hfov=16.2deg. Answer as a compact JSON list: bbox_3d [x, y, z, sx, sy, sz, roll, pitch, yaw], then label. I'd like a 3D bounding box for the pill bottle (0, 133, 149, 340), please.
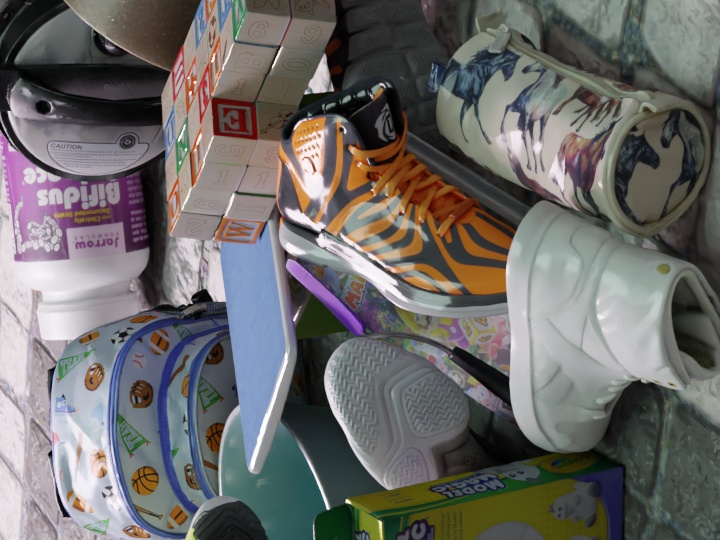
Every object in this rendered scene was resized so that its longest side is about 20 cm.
[{"bbox_3d":[-0.230,-0.048,2.059,0.112,0.112,0.201,2,100,61],"label":"pill bottle"}]

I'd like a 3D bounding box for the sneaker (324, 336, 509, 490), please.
[{"bbox_3d":[0.038,0.112,1.576,0.200,0.076,0.114,44,170,-21],"label":"sneaker"}]

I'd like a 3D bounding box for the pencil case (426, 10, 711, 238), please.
[{"bbox_3d":[0.119,-0.083,1.446,0.200,0.077,0.090,30,138,56],"label":"pencil case"}]

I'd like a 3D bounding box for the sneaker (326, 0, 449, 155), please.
[{"bbox_3d":[0.005,-0.139,1.644,0.112,0.077,0.201,176,87,-72],"label":"sneaker"}]

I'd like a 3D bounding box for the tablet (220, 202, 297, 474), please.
[{"bbox_3d":[-0.066,0.018,1.665,0.131,0.014,0.201,109,158,-45],"label":"tablet"}]

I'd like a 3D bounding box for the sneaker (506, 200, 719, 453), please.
[{"bbox_3d":[0.148,0.054,1.433,0.115,0.074,0.200,22,149,25],"label":"sneaker"}]

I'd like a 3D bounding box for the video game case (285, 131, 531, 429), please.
[{"bbox_3d":[0.048,-0.003,1.565,0.199,0.018,0.144,33,132,19],"label":"video game case"}]

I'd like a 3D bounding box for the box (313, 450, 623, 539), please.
[{"bbox_3d":[0.063,0.180,1.494,0.048,0.199,0.118,23,118,58],"label":"box"}]

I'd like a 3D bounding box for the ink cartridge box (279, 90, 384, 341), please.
[{"bbox_3d":[0.000,0.000,1.688,0.201,0.075,0.148,65,148,30],"label":"ink cartridge box"}]

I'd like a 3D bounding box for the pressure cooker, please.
[{"bbox_3d":[-0.205,-0.166,1.888,0.179,0.175,0.200,52,-175,-39],"label":"pressure cooker"}]

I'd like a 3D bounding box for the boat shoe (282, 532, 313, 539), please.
[{"bbox_3d":[-0.066,0.227,1.878,0.200,0.071,0.076,-53,52,53],"label":"boat shoe"}]

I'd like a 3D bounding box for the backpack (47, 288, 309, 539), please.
[{"bbox_3d":[-0.132,0.115,1.847,0.154,0.190,0.201,-13,87,46],"label":"backpack"}]

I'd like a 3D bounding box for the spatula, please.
[{"bbox_3d":[0.040,0.048,1.546,0.021,0.199,0.057,-63,0,-9],"label":"spatula"}]

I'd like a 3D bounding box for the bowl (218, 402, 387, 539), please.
[{"bbox_3d":[-0.009,0.174,1.714,0.201,0.104,0.202,42,139,52],"label":"bowl"}]

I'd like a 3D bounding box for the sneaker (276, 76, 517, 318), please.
[{"bbox_3d":[0.027,-0.046,1.490,0.199,0.078,0.113,16,125,30],"label":"sneaker"}]

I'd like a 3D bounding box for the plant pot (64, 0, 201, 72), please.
[{"bbox_3d":[-0.091,-0.262,1.702,0.200,0.186,0.187,-59,46,31],"label":"plant pot"}]

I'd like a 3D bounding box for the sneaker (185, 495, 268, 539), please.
[{"bbox_3d":[-0.103,0.238,1.736,0.076,0.075,0.201,43,138,50],"label":"sneaker"}]

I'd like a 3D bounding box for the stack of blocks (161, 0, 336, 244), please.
[{"bbox_3d":[-0.071,-0.120,1.593,0.200,0.058,0.116,119,152,-52],"label":"stack of blocks"}]
